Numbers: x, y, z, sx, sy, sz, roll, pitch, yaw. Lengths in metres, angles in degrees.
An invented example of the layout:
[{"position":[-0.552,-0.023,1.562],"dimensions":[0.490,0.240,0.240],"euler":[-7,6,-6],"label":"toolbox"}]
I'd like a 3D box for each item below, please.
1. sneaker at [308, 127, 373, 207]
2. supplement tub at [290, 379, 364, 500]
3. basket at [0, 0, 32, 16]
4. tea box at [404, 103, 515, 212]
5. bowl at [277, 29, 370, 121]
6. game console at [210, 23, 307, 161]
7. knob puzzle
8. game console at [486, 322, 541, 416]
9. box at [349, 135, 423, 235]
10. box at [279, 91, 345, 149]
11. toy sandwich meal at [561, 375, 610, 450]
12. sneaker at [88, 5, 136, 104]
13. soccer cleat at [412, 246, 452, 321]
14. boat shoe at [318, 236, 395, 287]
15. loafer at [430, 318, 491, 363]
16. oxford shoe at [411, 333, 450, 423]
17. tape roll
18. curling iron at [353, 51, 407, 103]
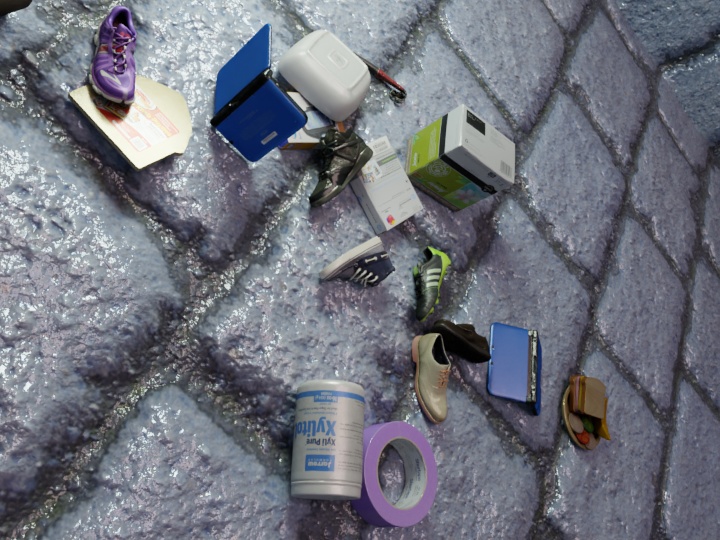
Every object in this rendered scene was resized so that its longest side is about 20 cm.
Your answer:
[{"position":[-0.066,-0.230,1.437],"dimensions":[0.114,0.076,0.200],"euler":[48,68,-24],"label":"sneaker"},{"position":[-0.059,0.311,1.222],"dimensions":[0.131,0.132,0.201],"euler":[19,61,-35],"label":"supplement tub"},{"position":[-0.619,-0.446,1.011],"dimensions":[0.200,0.136,0.181],"euler":[-38,104,-47],"label":"basket"},{"position":[0.248,-0.275,1.670],"dimensions":[0.199,0.196,0.134],"euler":[27,57,-31],"label":"tea box"},{"position":[-0.067,-0.452,1.506],"dimensions":[0.200,0.075,0.200],"euler":[42,43,-10],"label":"bowl"},{"position":[-0.193,-0.336,1.287],"dimensions":[0.171,0.199,0.119],"euler":[45,50,-20],"label":"game console"},{"position":[-0.394,-0.277,1.206],"dimensions":[0.219,0.030,0.221],"euler":[20,49,-26],"label":"knob puzzle"},{"position":[0.404,0.257,1.733],"dimensions":[0.171,0.118,0.201],"euler":[57,37,-54],"label":"game console"},{"position":[0.051,-0.204,1.576],"dimensions":[0.156,0.041,0.201],"euler":[-33,96,-43],"label":"box"},{"position":[-0.124,-0.329,1.469],"dimensions":[0.199,0.041,0.120],"euler":[-11,82,-46],"label":"box"},{"position":[0.635,0.393,1.850],"dimensions":[0.204,0.070,0.207],"euler":[17,64,-37],"label":"toy sandwich meal"},{"position":[-0.429,-0.382,1.169],"dimensions":[0.080,0.083,0.201],"euler":[5,62,-36],"label":"sneaker"},{"position":[0.154,0.031,1.572],"dimensions":[0.081,0.068,0.201],"euler":[29,54,-9],"label":"soccer cleat"},{"position":[0.000,0.000,1.428],"dimensions":[0.200,0.075,0.093],"euler":[-31,88,-44],"label":"boat shoe"},{"position":[0.237,0.158,1.593],"dimensions":[0.200,0.073,0.072],"euler":[34,48,-38],"label":"loafer"},{"position":[0.166,0.239,1.488],"dimensions":[0.070,0.074,0.201],"euler":[-2,76,-42],"label":"oxford shoe"},{"position":[0.064,0.409,1.340],"dimensions":[0.199,0.065,0.201],"euler":[17,63,-37],"label":"tape roll"},{"position":[0.046,-0.494,1.690],"dimensions":[0.200,0.025,0.050],"euler":[36,50,-26],"label":"curling iron"}]
